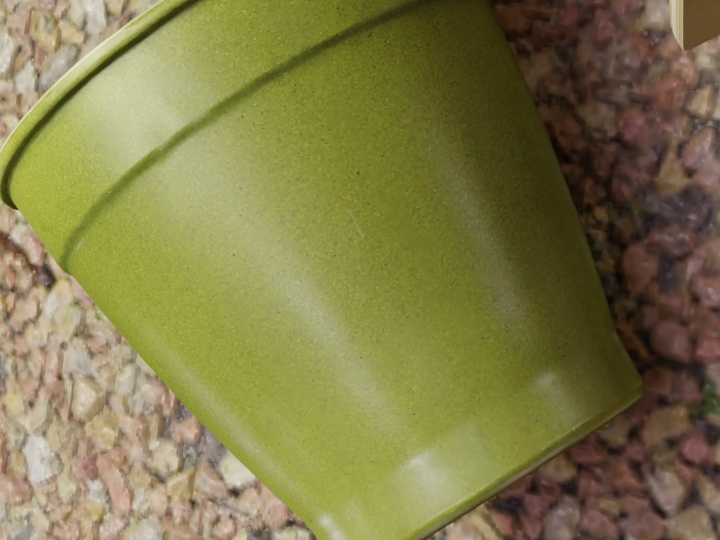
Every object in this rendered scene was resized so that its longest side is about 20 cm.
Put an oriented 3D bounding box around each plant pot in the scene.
[{"bbox_3d":[0.000,0.000,0.650,0.200,0.200,0.193,-36,82,33],"label":"plant pot"}]

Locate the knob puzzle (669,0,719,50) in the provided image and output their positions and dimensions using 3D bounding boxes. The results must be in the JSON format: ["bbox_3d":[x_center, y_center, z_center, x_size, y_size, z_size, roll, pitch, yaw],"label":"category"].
[{"bbox_3d":[0.175,-0.149,0.503,0.220,0.219,0.031,-36,70,32],"label":"knob puzzle"}]
